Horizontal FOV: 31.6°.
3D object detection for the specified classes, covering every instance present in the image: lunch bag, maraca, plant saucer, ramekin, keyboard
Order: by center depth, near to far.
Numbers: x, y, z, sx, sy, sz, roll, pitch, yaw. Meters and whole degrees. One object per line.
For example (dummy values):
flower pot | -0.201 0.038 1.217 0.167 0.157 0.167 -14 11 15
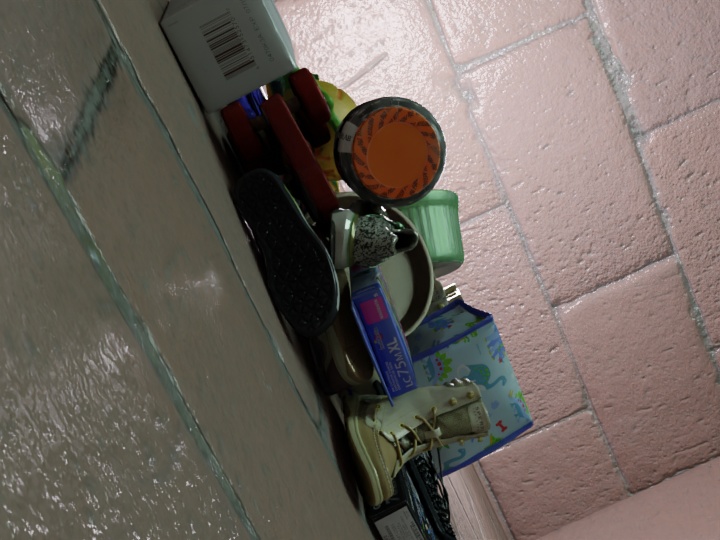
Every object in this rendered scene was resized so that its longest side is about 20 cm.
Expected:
keyboard | 0.074 0.220 1.476 0.104 0.039 0.202 59 7 -64
plant saucer | 0.000 0.000 1.583 0.029 0.198 0.202 -35 -103 58
maraca | -0.054 -0.191 1.604 0.137 0.107 0.201 37 -17 34
lunch bag | 0.092 0.160 1.605 0.172 0.199 0.127 65 -17 -18
ramekin | 0.049 -0.035 1.760 0.200 0.197 0.099 46 31 -79

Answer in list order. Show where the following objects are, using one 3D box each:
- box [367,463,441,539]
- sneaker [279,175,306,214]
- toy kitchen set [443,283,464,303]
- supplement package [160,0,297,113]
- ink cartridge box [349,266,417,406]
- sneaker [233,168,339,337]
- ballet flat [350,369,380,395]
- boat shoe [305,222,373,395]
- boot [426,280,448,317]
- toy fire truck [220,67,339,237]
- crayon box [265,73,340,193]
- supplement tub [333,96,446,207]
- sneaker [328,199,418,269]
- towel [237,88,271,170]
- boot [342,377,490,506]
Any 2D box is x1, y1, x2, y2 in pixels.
box | 0.062 0.297 1.405 0.200 0.049 0.200 -107 172 -72
sneaker | -0.063 -0.051 1.642 0.201 0.074 0.081 63 4 -50
toy kitchen set | 0.040 0.007 1.937 0.163 0.179 0.202 -95 160 -82
supplement package | -0.151 -0.277 1.481 0.118 0.116 0.200 62 4 -20
ink cartridge box | 0.024 0.064 1.406 0.200 0.042 0.121 -85 155 -78
sneaker | -0.071 -0.020 1.356 0.083 0.071 0.202 59 8 -71
ballet flat | -0.031 0.074 1.486 0.202 0.069 0.070 63 4 -15
boat shoe | -0.045 0.042 1.398 0.072 0.064 0.202 22 43 -56
boot | 0.036 0.050 1.664 0.200 0.153 0.073 58 9 -55
toy fire truck | -0.072 -0.120 1.453 0.169 0.111 0.200 63 -6 10
crayon box | -0.079 -0.174 1.780 0.119 0.058 0.203 -143 -138 -71
supplement tub | 0.032 -0.136 1.453 0.200 0.121 0.124 -120 -175 -83
sneaker | 0.022 -0.032 1.407 0.200 0.087 0.078 -37 134 -75
towel | -0.128 -0.178 1.720 0.148 0.049 0.201 59 8 -56
boot | 0.062 0.172 1.339 0.200 0.153 0.073 -104 -175 -73
